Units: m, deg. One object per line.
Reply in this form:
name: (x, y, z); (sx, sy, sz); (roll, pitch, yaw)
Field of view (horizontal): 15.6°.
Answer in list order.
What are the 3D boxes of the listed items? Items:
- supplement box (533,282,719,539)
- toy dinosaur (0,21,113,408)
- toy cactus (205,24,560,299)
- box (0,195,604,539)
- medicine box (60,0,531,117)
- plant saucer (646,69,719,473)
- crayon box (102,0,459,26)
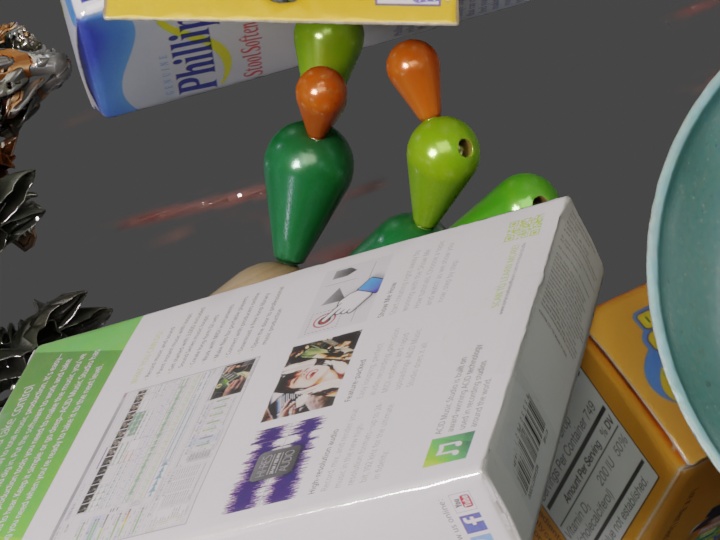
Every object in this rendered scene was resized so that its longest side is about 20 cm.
supplement box: (0.086, 0.079, 0.883); (0.066, 0.200, 0.069); (-23, 67, -27)
toy dinosaur: (-0.172, -0.006, 0.993); (0.135, 0.102, 0.201); (25, 86, 34)
toy cactus: (0.000, 0.000, 0.982); (0.164, 0.102, 0.201); (-26, 91, 15)
box: (-0.032, 0.051, 0.790); (0.199, 0.036, 0.145); (-14, 27, 24)
medicine box: (-0.036, -0.183, 1.033); (0.199, 0.103, 0.183); (-16, 71, -4)
plant saucer: (0.182, 0.008, 0.788); (0.199, 0.036, 0.201); (1, 71, -2)
crayon box: (-0.025, -0.171, 0.948); (0.125, 0.052, 0.201); (1, 70, 1)
